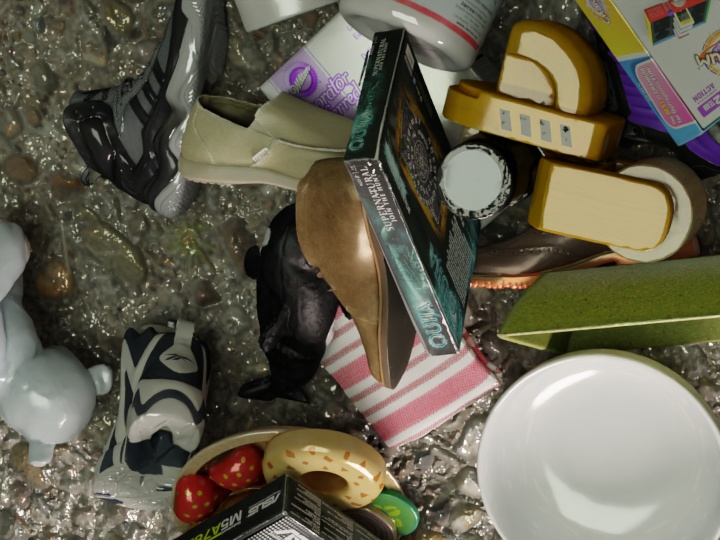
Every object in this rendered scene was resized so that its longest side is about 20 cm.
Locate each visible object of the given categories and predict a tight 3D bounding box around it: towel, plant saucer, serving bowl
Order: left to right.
[{"bbox_3d":[0.013,0.038,1.700,0.200,0.030,0.146,52,137,-3],"label":"towel"},{"bbox_3d":[0.195,0.149,1.674,0.200,0.066,0.201,5,109,16],"label":"serving bowl"},{"bbox_3d":[0.219,0.025,1.578,0.199,0.200,0.048,-6,83,19],"label":"plant saucer"}]

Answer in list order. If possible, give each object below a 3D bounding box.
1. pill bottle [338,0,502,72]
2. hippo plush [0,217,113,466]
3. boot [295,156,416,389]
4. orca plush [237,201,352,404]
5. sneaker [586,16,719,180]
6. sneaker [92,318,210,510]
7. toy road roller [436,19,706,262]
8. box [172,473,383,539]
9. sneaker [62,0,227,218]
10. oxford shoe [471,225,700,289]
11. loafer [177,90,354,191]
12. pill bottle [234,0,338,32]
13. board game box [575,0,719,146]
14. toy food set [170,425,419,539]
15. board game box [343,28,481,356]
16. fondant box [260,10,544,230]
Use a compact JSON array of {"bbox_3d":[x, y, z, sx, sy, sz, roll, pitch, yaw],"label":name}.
[{"bbox_3d":[0.071,-0.255,1.563,0.109,0.109,0.200,24,84,11],"label":"pill bottle"},{"bbox_3d":[-0.280,0.061,1.767,0.161,0.200,0.159,34,81,-13],"label":"hippo plush"},{"bbox_3d":[0.000,0.000,1.602,0.075,0.074,0.200,4,125,19],"label":"boot"},{"bbox_3d":[-0.071,0.041,1.695,0.105,0.071,0.200,37,135,12],"label":"orca plush"},{"bbox_3d":[0.205,-0.144,1.597,0.200,0.070,0.100,47,115,2],"label":"sneaker"},{"bbox_3d":[-0.170,0.111,1.785,0.079,0.130,0.199,12,147,-5],"label":"sneaker"},{"bbox_3d":[0.156,-0.098,1.536,0.200,0.123,0.146,16,102,14],"label":"toy road roller"},{"bbox_3d":[-0.060,0.266,1.736,0.193,0.048,0.200,-30,127,31],"label":"box"},{"bbox_3d":[-0.176,-0.146,1.714,0.114,0.075,0.200,14,110,11],"label":"sneaker"},{"bbox_3d":[0.156,-0.028,1.640,0.200,0.071,0.073,-10,92,3],"label":"oxford shoe"},{"bbox_3d":[-0.051,-0.101,1.627,0.200,0.076,0.068,1,111,20],"label":"loafer"},{"bbox_3d":[-0.078,-0.290,1.627,0.109,0.110,0.200,-17,97,21],"label":"pill bottle"},{"bbox_3d":[0.232,-0.214,1.537,0.153,0.040,0.200,-35,91,-21],"label":"board game box"},{"bbox_3d":[-0.054,0.200,1.736,0.200,0.049,0.198,-15,132,16],"label":"toy food set"},{"bbox_3d":[0.040,-0.054,1.531,0.028,0.135,0.200,-6,134,19],"label":"board game box"},{"bbox_3d":[0.041,-0.117,1.663,0.144,0.058,0.200,-41,88,23],"label":"fondant box"}]
